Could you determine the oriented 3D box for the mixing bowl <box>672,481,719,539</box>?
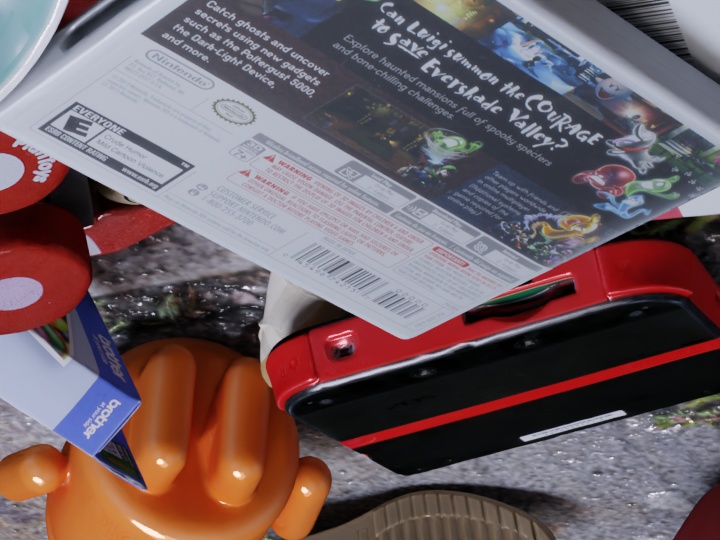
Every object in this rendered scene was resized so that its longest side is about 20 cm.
[{"bbox_3d":[0.237,0.165,1.131,0.198,0.109,0.201,7,149,4],"label":"mixing bowl"}]

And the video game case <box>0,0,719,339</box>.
[{"bbox_3d":[0.005,-0.051,0.734,0.199,0.024,0.181,28,141,-33],"label":"video game case"}]

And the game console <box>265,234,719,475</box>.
[{"bbox_3d":[0.073,0.043,0.995,0.198,0.031,0.177,-16,158,19],"label":"game console"}]

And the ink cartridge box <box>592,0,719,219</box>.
[{"bbox_3d":[0.149,-0.093,0.746,0.198,0.083,0.146,-5,146,22],"label":"ink cartridge box"}]

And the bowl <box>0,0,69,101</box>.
[{"bbox_3d":[-0.191,-0.138,0.701,0.199,0.105,0.202,-6,131,-7],"label":"bowl"}]

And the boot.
[{"bbox_3d":[0.041,0.184,1.278,0.198,0.073,0.166,-7,158,22],"label":"boot"}]

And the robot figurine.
[{"bbox_3d":[-0.101,0.109,1.119,0.143,0.117,0.200,-28,164,-29],"label":"robot figurine"}]

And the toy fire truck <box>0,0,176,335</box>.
[{"bbox_3d":[-0.097,-0.067,0.846,0.166,0.113,0.201,-11,149,-7],"label":"toy fire truck"}]

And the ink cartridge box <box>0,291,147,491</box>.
[{"bbox_3d":[-0.168,0.009,0.958,0.042,0.119,0.200,-46,122,6],"label":"ink cartridge box"}]

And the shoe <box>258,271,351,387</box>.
[{"bbox_3d":[0.000,0.000,0.983,0.069,0.054,0.200,-12,163,-26],"label":"shoe"}]
